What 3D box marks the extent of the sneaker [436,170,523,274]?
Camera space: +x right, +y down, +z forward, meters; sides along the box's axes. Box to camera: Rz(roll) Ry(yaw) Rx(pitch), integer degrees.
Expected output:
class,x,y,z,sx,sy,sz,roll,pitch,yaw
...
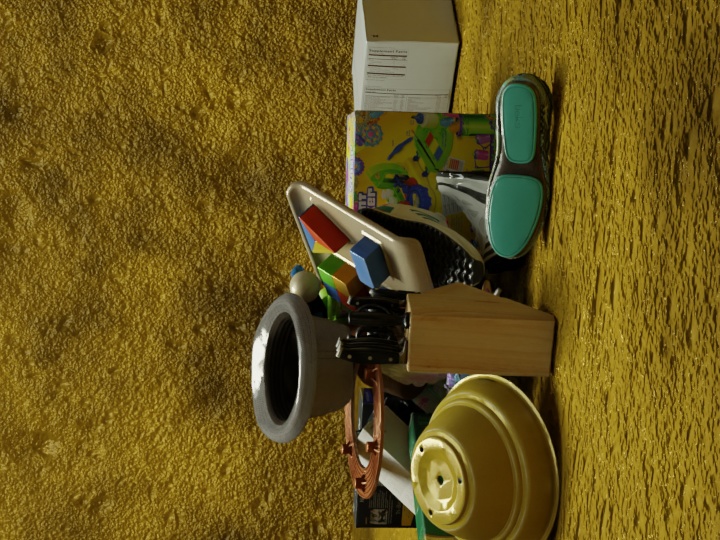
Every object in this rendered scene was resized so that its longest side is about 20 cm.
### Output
class,x,y,z,sx,sy,sz,roll,pitch,yaw
sneaker,0.138,-0.057,1.639,0.200,0.075,0.117,-157,67,-71

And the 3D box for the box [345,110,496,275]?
class,x,y,z,sx,sy,sz,roll,pitch,yaw
box,0.078,-0.099,1.790,0.122,0.190,0.203,-146,58,-84

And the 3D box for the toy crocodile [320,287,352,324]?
class,x,y,z,sx,sy,sz,roll,pitch,yaw
toy crocodile,-0.022,0.080,1.884,0.201,0.061,0.068,91,160,-48

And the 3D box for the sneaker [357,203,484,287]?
class,x,y,z,sx,sy,sz,roll,pitch,yaw
sneaker,0.088,-0.040,1.647,0.199,0.093,0.071,23,122,43

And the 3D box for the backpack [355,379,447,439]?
class,x,y,z,sx,sy,sz,roll,pitch,yaw
backpack,0.088,0.206,1.822,0.126,0.166,0.201,-39,-25,-30

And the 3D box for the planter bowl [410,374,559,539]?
class,x,y,z,sx,sy,sz,roll,pitch,yaw
planter bowl,0.111,0.214,1.462,0.199,0.083,0.203,12,105,52

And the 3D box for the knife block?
class,x,y,z,sx,sy,sz,roll,pitch,yaw
knife block,0.079,0.071,1.458,0.199,0.174,0.065,20,116,41

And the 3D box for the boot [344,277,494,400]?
class,x,y,z,sx,sy,sz,roll,pitch,yaw
boot,0.066,0.068,1.783,0.155,0.201,0.077,25,162,49

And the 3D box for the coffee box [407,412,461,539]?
class,x,y,z,sx,sy,sz,roll,pitch,yaw
coffee box,0.122,0.257,1.631,0.201,0.121,0.044,-93,9,-47

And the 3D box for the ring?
class,x,y,z,sx,sy,sz,roll,pitch,yaw
ring,-0.002,0.172,1.675,0.200,0.019,0.203,-179,90,-78

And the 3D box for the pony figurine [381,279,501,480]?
class,x,y,z,sx,sy,sz,roll,pitch,yaw
pony figurine,0.124,0.135,1.604,0.193,0.165,0.202,-45,46,53

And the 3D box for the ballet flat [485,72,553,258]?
class,x,y,z,sx,sy,sz,roll,pitch,yaw
ballet flat,0.175,-0.114,1.492,0.074,0.073,0.203,-101,15,-66

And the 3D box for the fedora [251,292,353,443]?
class,x,y,z,sx,sy,sz,roll,pitch,yaw
fedora,-0.062,0.119,1.699,0.200,0.089,0.179,133,134,-59

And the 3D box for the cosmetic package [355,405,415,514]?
class,x,y,z,sx,sy,sz,roll,pitch,yaw
cosmetic package,0.081,0.263,1.728,0.051,0.200,0.083,-41,-11,-31

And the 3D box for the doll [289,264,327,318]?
class,x,y,z,sx,sy,sz,roll,pitch,yaw
doll,-0.066,0.062,1.804,0.201,0.048,0.138,92,159,-59

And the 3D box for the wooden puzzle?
class,x,y,z,sx,sy,sz,roll,pitch,yaw
wooden puzzle,0.000,0.000,1.651,0.046,0.199,0.186,-45,-39,-24

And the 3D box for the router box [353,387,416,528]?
class,x,y,z,sx,sy,sz,roll,pitch,yaw
router box,0.072,0.268,1.979,0.052,0.155,0.203,-102,15,-68

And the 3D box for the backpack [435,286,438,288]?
class,x,y,z,sx,sy,sz,roll,pitch,yaw
backpack,0.070,0.018,1.937,0.163,0.165,0.203,130,133,-74

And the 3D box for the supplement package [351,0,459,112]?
class,x,y,z,sx,sy,sz,roll,pitch,yaw
supplement package,0.066,-0.333,2.205,0.193,0.145,0.202,-94,7,-45
